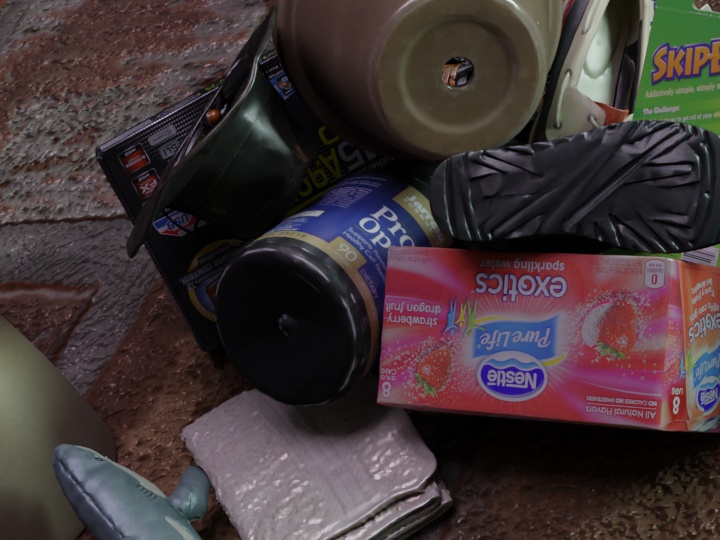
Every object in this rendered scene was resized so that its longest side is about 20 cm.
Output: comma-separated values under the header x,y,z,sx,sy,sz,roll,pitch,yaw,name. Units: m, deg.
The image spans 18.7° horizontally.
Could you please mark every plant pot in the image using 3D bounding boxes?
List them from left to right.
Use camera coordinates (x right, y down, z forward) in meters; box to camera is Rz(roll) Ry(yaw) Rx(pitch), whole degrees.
x,y,z,sx,sy,sz,roll,pitch,yaw,name
-0.289,0.088,1.459,0.186,0.201,0.188,-17,37,13,plant pot
0.046,-0.149,1.403,0.199,0.201,0.175,-24,24,2,plant pot

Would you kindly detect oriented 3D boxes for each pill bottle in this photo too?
x,y,z,sx,sy,sz,roll,pitch,yaw,name
0.000,0.000,1.425,0.111,0.113,0.200,0,22,32,pill bottle

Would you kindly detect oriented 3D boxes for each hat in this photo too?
x,y,z,sx,sy,sz,roll,pitch,yaw,name
-0.075,-0.070,1.409,0.201,0.081,0.201,-55,7,11,hat

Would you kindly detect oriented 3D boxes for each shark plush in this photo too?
x,y,z,sx,sy,sz,roll,pitch,yaw,name
-0.135,0.189,1.337,0.091,0.083,0.201,-35,45,15,shark plush

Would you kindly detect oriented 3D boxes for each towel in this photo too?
x,y,z,sx,sy,sz,roll,pitch,yaw,name
-0.032,0.122,1.397,0.132,0.035,0.200,-31,35,-8,towel

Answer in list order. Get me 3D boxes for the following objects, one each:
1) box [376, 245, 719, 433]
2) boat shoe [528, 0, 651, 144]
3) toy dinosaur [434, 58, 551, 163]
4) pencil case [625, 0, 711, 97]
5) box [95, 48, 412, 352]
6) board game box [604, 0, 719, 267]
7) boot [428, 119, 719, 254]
x,y,z,sx,sy,sz,roll,pitch,yaw,name
0.117,0.042,1.320,0.199,0.094,0.104,4,88,35,box
0.160,-0.107,1.472,0.062,0.071,0.202,-23,55,62,boat shoe
0.094,-0.127,1.572,0.135,0.102,0.202,-2,80,15,toy dinosaur
0.232,-0.117,1.494,0.089,0.078,0.200,-39,33,11,pencil case
-0.064,-0.062,1.539,0.199,0.161,0.044,-28,11,-4,box
0.213,-0.080,1.391,0.030,0.202,0.095,1,12,-44,board game box
0.152,-0.046,1.331,0.198,0.077,0.168,-3,-1,18,boot
